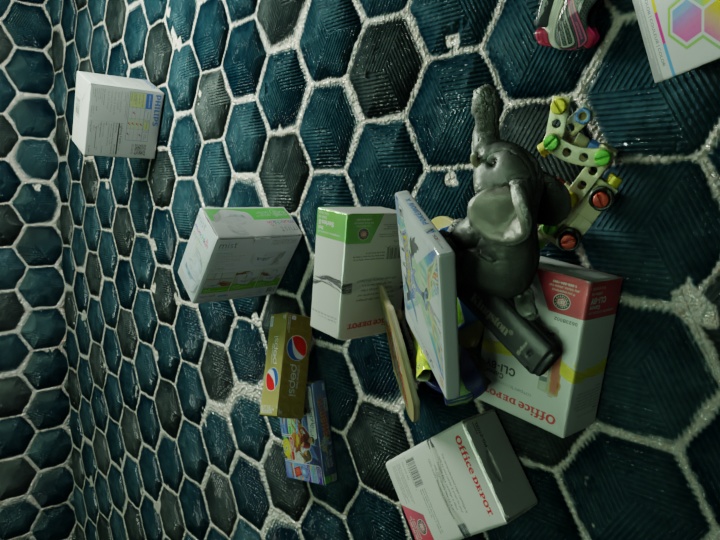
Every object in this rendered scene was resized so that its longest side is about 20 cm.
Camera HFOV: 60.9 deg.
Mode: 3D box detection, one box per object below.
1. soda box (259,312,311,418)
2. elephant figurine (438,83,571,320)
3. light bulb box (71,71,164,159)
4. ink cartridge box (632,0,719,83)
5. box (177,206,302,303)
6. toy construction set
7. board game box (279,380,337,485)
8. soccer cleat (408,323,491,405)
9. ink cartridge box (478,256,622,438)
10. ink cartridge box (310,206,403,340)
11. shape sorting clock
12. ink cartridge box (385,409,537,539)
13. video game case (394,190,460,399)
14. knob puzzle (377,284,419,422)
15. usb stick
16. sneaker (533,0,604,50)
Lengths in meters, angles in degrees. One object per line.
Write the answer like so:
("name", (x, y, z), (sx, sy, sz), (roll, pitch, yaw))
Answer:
("soda box", (-0.147, 0.190, 1.223), (0.064, 0.067, 0.203), (-9, 71, 48))
("elephant figurine", (0.168, -0.076, 0.702), (0.142, 0.153, 0.201), (-79, 7, -49))
("light bulb box", (-0.671, -0.425, 1.692), (0.125, 0.198, 0.200), (40, 122, 40))
("ink cartridge box", (0.354, -0.261, 0.573), (0.200, 0.059, 0.105), (-178, 68, -75))
("box", (-0.245, -0.033, 1.250), (0.097, 0.198, 0.178), (52, 130, 31))
("toy construction set", (0.244, -0.104, 0.766), (0.131, 0.092, 0.201), (38, 132, 11))
("board game box", (-0.114, 0.329, 1.261), (0.134, 0.034, 0.203), (-9, 87, 48))
("soccer cleat", (0.103, 0.115, 0.856), (0.200, 0.083, 0.065), (48, 161, 58))
("ink cartridge box", (0.239, 0.092, 0.799), (0.144, 0.083, 0.203), (18, 108, 47))
("ink cartridge box", (0.000, 0.000, 1.014), (0.083, 0.144, 0.203), (18, 107, 46))
("shape sorting clock", (0.135, 0.020, 0.904), (0.200, 0.039, 0.203), (169, 90, -78))
("ink cartridge box", (0.147, 0.320, 0.928), (0.200, 0.084, 0.146), (-44, 62, 43))
("video game case", (0.082, 0.026, 0.767), (0.183, 0.022, 0.202), (-114, 15, -59))
("knob puzzle", (0.071, 0.140, 0.938), (0.220, 0.030, 0.223), (167, 90, -87))
("usb stick", (0.168, 0.046, 0.776), (0.200, 0.032, 0.056), (49, 124, 27))
("sneaker", (0.271, -0.368, 0.726), (0.074, 0.080, 0.203), (23, 120, 29))
